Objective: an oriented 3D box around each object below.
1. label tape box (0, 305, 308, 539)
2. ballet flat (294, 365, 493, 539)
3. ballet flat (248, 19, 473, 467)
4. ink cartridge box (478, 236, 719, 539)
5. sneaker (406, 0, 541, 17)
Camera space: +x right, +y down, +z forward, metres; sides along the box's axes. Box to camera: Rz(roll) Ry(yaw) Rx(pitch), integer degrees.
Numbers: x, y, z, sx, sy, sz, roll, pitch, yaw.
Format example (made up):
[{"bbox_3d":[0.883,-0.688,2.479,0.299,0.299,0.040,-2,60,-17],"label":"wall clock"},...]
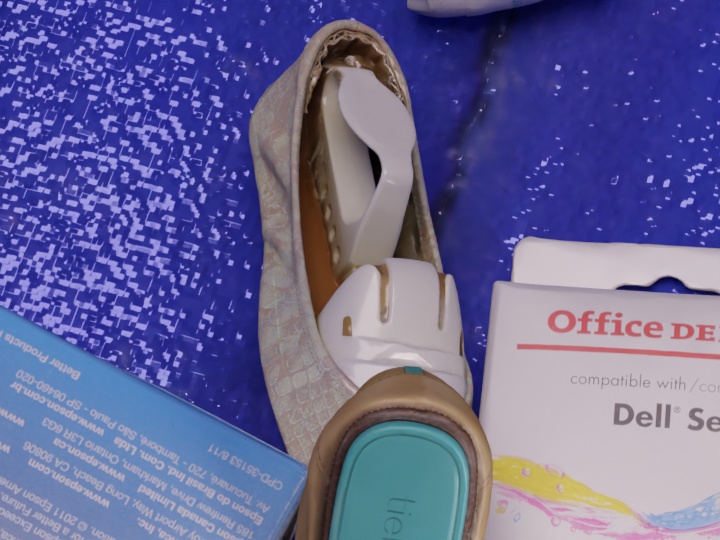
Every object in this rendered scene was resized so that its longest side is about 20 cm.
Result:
[{"bbox_3d":[-0.123,0.117,0.811,0.143,0.066,0.200,28,69,4],"label":"label tape box"},{"bbox_3d":[0.001,0.122,0.814,0.068,0.063,0.200,14,105,-5],"label":"ballet flat"},{"bbox_3d":[0.000,0.000,0.884,0.067,0.062,0.200,6,48,-25],"label":"ballet flat"},{"bbox_3d":[0.094,0.071,0.870,0.117,0.067,0.200,3,67,7],"label":"ink cartridge box"},{"bbox_3d":[0.023,-0.180,0.984,0.080,0.070,0.201,-20,67,-1],"label":"sneaker"}]
